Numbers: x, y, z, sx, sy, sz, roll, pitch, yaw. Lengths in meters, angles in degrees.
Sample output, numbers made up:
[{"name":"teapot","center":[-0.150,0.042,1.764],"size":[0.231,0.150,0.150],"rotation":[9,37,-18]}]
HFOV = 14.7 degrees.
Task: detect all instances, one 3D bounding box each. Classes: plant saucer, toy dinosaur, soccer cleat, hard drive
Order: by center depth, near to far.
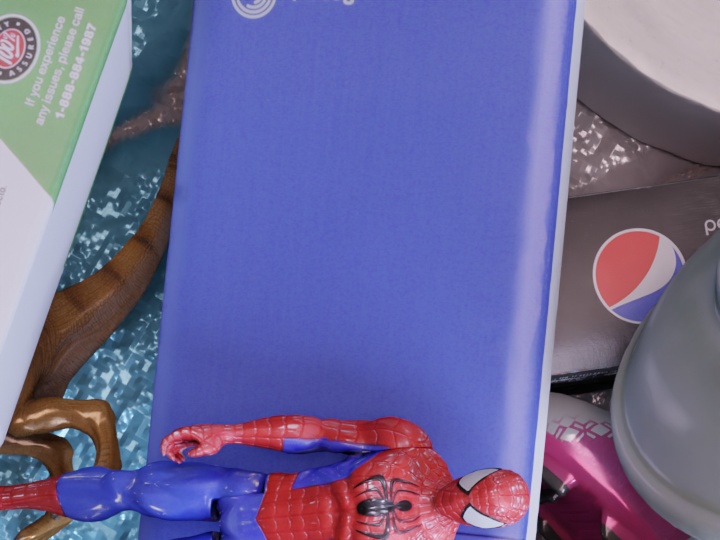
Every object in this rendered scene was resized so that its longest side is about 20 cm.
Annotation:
[{"name":"plant saucer","center":[0.167,0.007,0.863],"size":[0.199,0.200,0.050],"rotation":[-32,120,-11]},{"name":"hard drive","center":[0.000,0.000,0.914],"size":[0.131,0.025,0.202],"rotation":[4,86,18]},{"name":"toy dinosaur","center":[-0.117,0.034,0.963],"size":[0.199,0.060,0.107],"rotation":[-30,82,-12]},{"name":"soccer cleat","center":[0.138,0.094,0.980],"size":[0.200,0.070,0.086],"rotation":[39,74,-5]}]

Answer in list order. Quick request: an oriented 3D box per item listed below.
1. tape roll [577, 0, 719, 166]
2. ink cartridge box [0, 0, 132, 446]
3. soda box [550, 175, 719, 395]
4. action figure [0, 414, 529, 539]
[{"name":"tape roll","center":[0.148,-0.143,1.024],"size":[0.201,0.071,0.204],"rotation":[1,79,-6]},{"name":"ink cartridge box","center":[-0.189,-0.045,0.898],"size":[0.199,0.084,0.146],"rotation":[18,76,1]},{"name":"soda box","center":[0.126,0.003,0.991],"size":[0.199,0.071,0.064],"rotation":[-7,81,-8]},{"name":"action figure","center":[-0.043,0.081,0.883],"size":[0.199,0.052,0.066],"rotation":[-8,79,14]}]
